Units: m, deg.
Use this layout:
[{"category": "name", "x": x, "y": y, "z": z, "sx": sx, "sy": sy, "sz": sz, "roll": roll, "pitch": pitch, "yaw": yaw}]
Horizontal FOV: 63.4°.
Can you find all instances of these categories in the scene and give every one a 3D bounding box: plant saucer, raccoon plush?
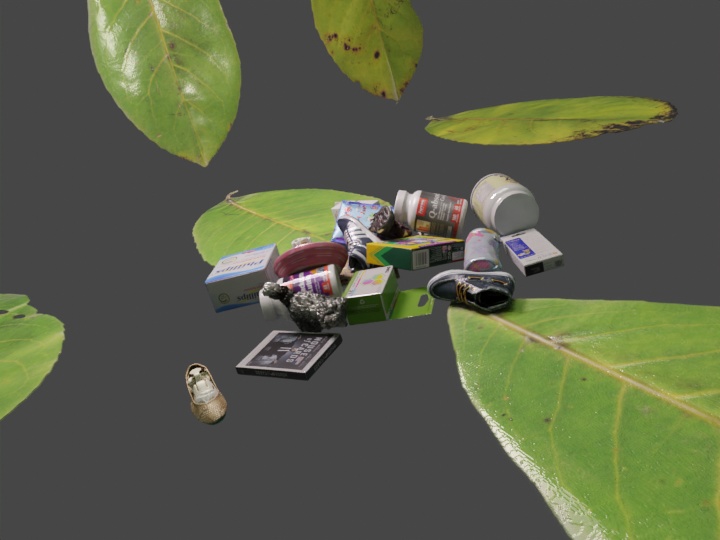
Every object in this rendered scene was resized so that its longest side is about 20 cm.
[{"category": "plant saucer", "x": -0.125, "y": -0.007, "z": 1.515, "sx": 0.197, "sy": 0.051, "sz": 0.201, "roll": -11, "pitch": -23, "yaw": -5}, {"category": "raccoon plush", "x": -0.122, "y": 0.082, "z": 1.308, "sx": 0.197, "sy": 0.098, "sz": 0.134, "roll": 16, "pitch": -17, "yaw": -18}]

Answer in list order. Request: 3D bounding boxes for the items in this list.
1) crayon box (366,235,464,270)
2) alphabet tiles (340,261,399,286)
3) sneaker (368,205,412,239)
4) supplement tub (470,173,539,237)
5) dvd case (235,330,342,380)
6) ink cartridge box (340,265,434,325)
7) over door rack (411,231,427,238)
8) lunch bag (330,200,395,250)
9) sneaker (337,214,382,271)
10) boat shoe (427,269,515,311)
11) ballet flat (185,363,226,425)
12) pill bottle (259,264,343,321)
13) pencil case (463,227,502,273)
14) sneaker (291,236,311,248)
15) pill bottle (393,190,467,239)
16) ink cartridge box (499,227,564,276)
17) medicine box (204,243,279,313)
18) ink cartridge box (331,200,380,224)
[{"category": "crayon box", "x": 0.142, "y": -0.048, "z": 1.516, "sx": 0.198, "sy": 0.059, "sz": 0.171, "roll": -10, "pitch": 12, "yaw": -39}, {"category": "alphabet tiles", "x": 0.000, "y": 0.000, "z": 1.594, "sx": 0.197, "sy": 0.008, "sz": 0.168, "roll": -16, "pitch": 34, "yaw": 3}, {"category": "sneaker", "x": 0.096, "y": -0.121, "z": 1.590, "sx": 0.114, "sy": 0.077, "sz": 0.200, "roll": 21, "pitch": 0, "yaw": -10}, {"category": "supplement tub", "x": 0.392, "y": -0.175, "z": 1.590, "sx": 0.143, "sy": 0.147, "sz": 0.200, "roll": -16, "pitch": 22, "yaw": 0}, {"category": "dvd case", "x": -0.157, "y": 0.185, "z": 1.288, "sx": 0.198, "sy": 0.025, "sz": 0.150, "roll": -3, "pitch": 26, "yaw": 33}, {"category": "ink cartridge box", "x": 0.072, "y": 0.050, "z": 1.373, "sx": 0.197, "sy": 0.077, "sz": 0.148, "roll": -10, "pitch": 23, "yaw": 19}, {"category": "over door rack", "x": 0.164, "y": -0.153, "z": 1.810, "sx": 0.146, "sy": 0.067, "sz": 0.200, "roll": -17, "pitch": 22, "yaw": -3}, {"category": "lunch bag", "x": 0.030, "y": -0.120, "z": 1.725, "sx": 0.197, "sy": 0.094, "sz": 0.152, "roll": 3, "pitch": 60, "yaw": 19}, {"category": "sneaker", "x": -0.023, "y": -0.073, "z": 1.610, "sx": 0.108, "sy": 0.071, "sz": 0.199, "roll": -36, "pitch": 56, "yaw": -23}, {"category": "boat shoe", "x": 0.235, "y": 0.044, "z": 1.274, "sx": 0.197, "sy": 0.072, "sz": 0.091, "roll": -5, "pitch": 20, "yaw": 22}, {"category": "ballet flat", "x": -0.327, "y": 0.248, "z": 1.201, "sx": 0.070, "sy": 0.066, "sz": 0.199, "roll": -25, "pitch": 23, "yaw": -22}, {"category": "pill bottle", "x": -0.145, "y": 0.063, "z": 1.452, "sx": 0.197, "sy": 0.113, "sz": 0.112, "roll": -16, "pitch": 21, "yaw": 3}, {"category": "pencil case", "x": 0.295, "y": -0.030, "z": 1.398, "sx": 0.089, "sy": 0.084, "sz": 0.200, "roll": -1, "pitch": 25, "yaw": 14}, {"category": "sneaker", "x": -0.155, "y": -0.033, "z": 1.686, "sx": 0.073, "sy": 0.117, "sz": 0.200, "roll": -20, "pitch": 24, "yaw": -16}, {"category": "pill bottle", "x": 0.198, "y": -0.162, "z": 1.657, "sx": 0.197, "sy": 0.117, "sz": 0.116, "roll": 12, "pitch": 27, "yaw": 8}, {"category": "ink cartridge box", "x": 0.413, "y": -0.048, "z": 1.421, "sx": 0.093, "sy": 0.038, "sz": 0.201, "roll": -16, "pitch": 24, "yaw": 3}, {"category": "medicine box", "x": -0.330, "y": 0.020, "z": 1.701, "sx": 0.180, "sy": 0.104, "sz": 0.200, "roll": -14, "pitch": 21, "yaw": 7}, {"category": "ink cartridge box", "x": -0.019, "y": -0.161, "z": 1.895, "sx": 0.198, "sy": 0.117, "sz": 0.067, "roll": 4, "pitch": 30, "yaw": 42}]
